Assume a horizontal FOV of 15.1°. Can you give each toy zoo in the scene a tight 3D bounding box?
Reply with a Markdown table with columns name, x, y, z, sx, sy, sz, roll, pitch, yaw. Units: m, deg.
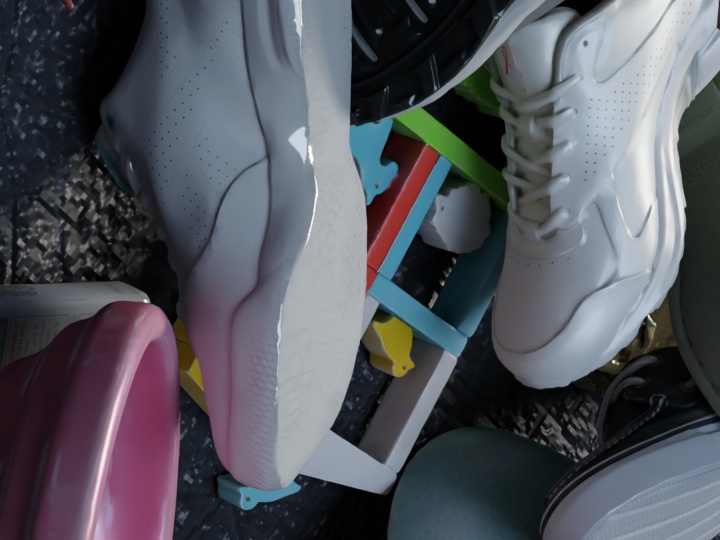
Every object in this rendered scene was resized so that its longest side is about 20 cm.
| name | x | y | z | sx | sy | sz | roll | pitch | yaw |
| --- | --- | --- | --- | --- | --- | --- | --- | --- | --- |
| toy zoo | 0.000 | 0.000 | 1.023 | 0.131 | 0.020 | 0.200 | 36 | 79 | -47 |

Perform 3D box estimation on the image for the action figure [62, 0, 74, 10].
| name | x | y | z | sx | sy | sz | roll | pitch | yaw |
| --- | --- | --- | --- | --- | --- | --- | --- | --- | --- |
| action figure | -0.157 | -0.076 | 0.777 | 0.200 | 0.099 | 0.065 | -53 | 150 | -19 |

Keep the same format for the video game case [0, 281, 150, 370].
| name | x | y | z | sx | sy | sz | roll | pitch | yaw |
| --- | --- | --- | --- | --- | --- | --- | --- | --- | --- |
| video game case | -0.160 | 0.103 | 0.903 | 0.182 | 0.023 | 0.200 | -2 | 109 | -45 |

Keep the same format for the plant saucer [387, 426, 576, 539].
| name | x | y | z | sx | sy | sz | roll | pitch | yaw |
| --- | --- | --- | --- | --- | --- | --- | --- | --- | --- |
| plant saucer | 0.092 | 0.146 | 1.071 | 0.201 | 0.039 | 0.201 | 33 | 41 | -34 |

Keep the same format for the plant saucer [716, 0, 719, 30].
| name | x | y | z | sx | sy | sz | roll | pitch | yaw |
| --- | --- | --- | --- | --- | --- | --- | --- | --- | --- |
| plant saucer | 0.144 | -0.211 | 0.870 | 0.200 | 0.037 | 0.200 | 82 | 16 | -59 |

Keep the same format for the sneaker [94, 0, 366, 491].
| name | x | y | z | sx | sy | sz | roll | pitch | yaw |
| --- | --- | --- | --- | --- | --- | --- | --- | --- | --- |
| sneaker | -0.049 | -0.027 | 0.911 | 0.075 | 0.088 | 0.200 | -14 | 105 | -69 |

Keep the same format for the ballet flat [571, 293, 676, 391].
| name | x | y | z | sx | sy | sz | roll | pitch | yaw |
| --- | --- | --- | --- | --- | --- | --- | --- | --- | --- |
| ballet flat | 0.152 | 0.025 | 1.168 | 0.200 | 0.046 | 0.067 | 6 | 101 | -47 |

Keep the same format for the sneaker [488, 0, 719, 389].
| name | x | y | z | sx | sy | sz | roll | pitch | yaw |
| --- | --- | --- | --- | --- | --- | --- | --- | --- | --- |
| sneaker | 0.076 | -0.057 | 1.018 | 0.099 | 0.078 | 0.200 | 22 | 79 | -41 |

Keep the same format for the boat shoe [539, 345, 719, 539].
| name | x | y | z | sx | sy | sz | roll | pitch | yaw |
| --- | --- | --- | --- | --- | --- | --- | --- | --- | --- |
| boat shoe | 0.127 | 0.068 | 1.086 | 0.200 | 0.071 | 0.072 | -18 | 147 | -48 |

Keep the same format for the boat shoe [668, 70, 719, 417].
| name | x | y | z | sx | sy | sz | roll | pitch | yaw |
| --- | --- | --- | --- | --- | --- | --- | --- | --- | --- |
| boat shoe | 0.154 | -0.018 | 1.072 | 0.061 | 0.072 | 0.201 | 14 | 53 | -55 |

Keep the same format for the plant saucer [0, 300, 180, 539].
| name | x | y | z | sx | sy | sz | roll | pitch | yaw |
| --- | --- | --- | --- | --- | --- | --- | --- | --- | --- |
| plant saucer | -0.098 | 0.107 | 0.851 | 0.201 | 0.051 | 0.201 | 8 | 90 | -86 |

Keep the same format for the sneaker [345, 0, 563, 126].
| name | x | y | z | sx | sy | sz | roll | pitch | yaw |
| --- | --- | --- | --- | --- | --- | --- | --- | --- | --- |
| sneaker | 0.046 | -0.110 | 0.934 | 0.074 | 0.200 | 0.079 | 62 | 19 | 6 |
